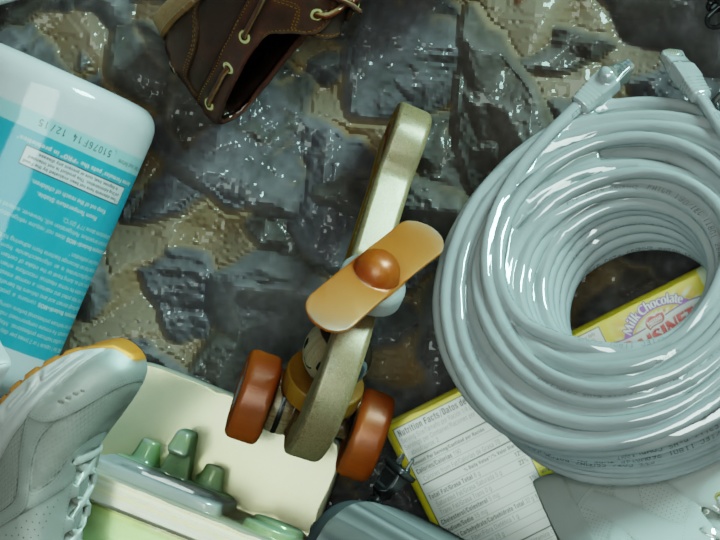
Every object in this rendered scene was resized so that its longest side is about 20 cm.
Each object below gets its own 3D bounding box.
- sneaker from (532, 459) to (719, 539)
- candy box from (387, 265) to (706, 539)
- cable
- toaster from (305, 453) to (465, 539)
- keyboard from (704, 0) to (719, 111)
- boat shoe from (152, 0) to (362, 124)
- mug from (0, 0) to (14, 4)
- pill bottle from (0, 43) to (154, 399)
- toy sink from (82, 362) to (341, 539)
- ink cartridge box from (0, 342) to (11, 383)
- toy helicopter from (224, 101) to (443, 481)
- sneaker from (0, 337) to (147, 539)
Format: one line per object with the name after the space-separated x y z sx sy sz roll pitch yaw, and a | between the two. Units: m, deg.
0.165 0.142 1.442 0.115 0.200 0.074 -24 126 -1 | sneaker
0.122 0.081 1.543 0.199 0.026 0.103 -26 86 3 | candy box
0.134 0.009 1.483 0.200 0.069 0.200 -36 56 -3 | cable
0.027 0.202 1.444 0.129 0.113 0.201 21 87 48 | toaster
0.257 -0.137 1.539 0.200 0.021 0.127 -41 82 -3 | keyboard
-0.028 -0.147 1.500 0.200 0.070 0.071 -41 69 45 | boat shoe
-0.193 -0.239 1.506 0.149 0.186 0.154 -28 78 12 | mug
-0.191 -0.010 1.525 0.110 0.111 0.201 23 89 4 | pill bottle
-0.102 0.158 1.513 0.130 0.112 0.201 22 89 4 | toy sink
-0.268 0.062 1.451 0.145 0.083 0.200 56 132 28 | ink cartridge box
0.000 0.000 1.504 0.078 0.132 0.201 19 66 -4 | toy helicopter
-0.153 0.122 1.432 0.092 0.076 0.200 44 110 17 | sneaker
